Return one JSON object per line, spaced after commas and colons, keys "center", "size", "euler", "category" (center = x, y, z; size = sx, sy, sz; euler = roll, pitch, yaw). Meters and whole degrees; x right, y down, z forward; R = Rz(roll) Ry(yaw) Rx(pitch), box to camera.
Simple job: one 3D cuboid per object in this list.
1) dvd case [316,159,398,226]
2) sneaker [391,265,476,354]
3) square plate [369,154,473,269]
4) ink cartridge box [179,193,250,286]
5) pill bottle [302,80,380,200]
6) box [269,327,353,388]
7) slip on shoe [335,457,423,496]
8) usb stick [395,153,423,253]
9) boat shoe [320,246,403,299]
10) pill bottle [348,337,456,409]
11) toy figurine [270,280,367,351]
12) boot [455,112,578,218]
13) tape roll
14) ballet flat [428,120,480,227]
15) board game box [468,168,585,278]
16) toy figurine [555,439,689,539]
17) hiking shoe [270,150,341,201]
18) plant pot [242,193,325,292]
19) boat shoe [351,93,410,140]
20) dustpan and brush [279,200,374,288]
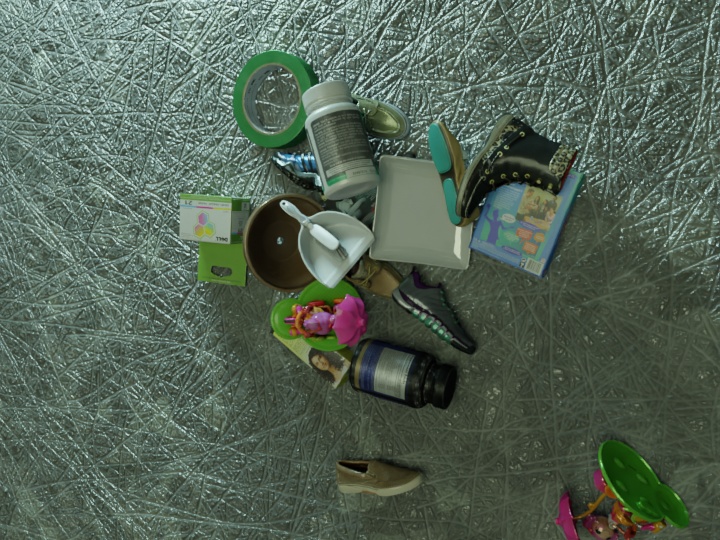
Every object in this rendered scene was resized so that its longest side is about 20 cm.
{"center": [-0.023, -0.184, 1.398], "size": [0.146, 0.022, 0.201], "euler": [-41, 67, 23], "category": "dvd case"}
{"center": [0.158, 0.078, 1.331], "size": [0.199, 0.074, 0.088], "euler": [37, 86, 7], "category": "sneaker"}
{"center": [0.124, -0.113, 1.318], "size": [0.195, 0.028, 0.203], "euler": [7, 98, 1], "category": "square plate"}
{"center": [-0.333, -0.068, 1.542], "size": [0.146, 0.076, 0.203], "euler": [6, 96, 25], "category": "ink cartridge box"}
{"center": [-0.040, -0.246, 1.286], "size": [0.112, 0.113, 0.203], "euler": [-18, 84, 25], "category": "pill bottle"}
{"center": [-0.101, 0.161, 1.471], "size": [0.199, 0.050, 0.076], "euler": [37, 109, 18], "category": "box"}
{"center": [0.035, 0.426, 1.422], "size": [0.198, 0.076, 0.061], "euler": [-11, 97, 33], "category": "slip on shoe"}
{"center": [0.095, -0.129, 1.357], "size": [0.055, 0.032, 0.203], "euler": [-2, 94, 33], "category": "usb stick"}
{"center": [0.000, 0.000, 1.378], "size": [0.198, 0.066, 0.075], "euler": [30, 104, 3], "category": "boat shoe"}
{"center": [0.086, 0.210, 1.353], "size": [0.198, 0.112, 0.114], "euler": [12, 100, 23], "category": "pill bottle"}
{"center": [-0.065, 0.092, 1.320], "size": [0.197, 0.184, 0.153], "euler": [-4, 90, -15], "category": "toy figurine"}
{"center": [0.270, -0.160, 1.187], "size": [0.153, 0.073, 0.205], "euler": [29, 87, 20], "category": "boot"}
{"center": [-0.180, -0.364, 1.456], "size": [0.198, 0.048, 0.204], "euler": [3, 97, 25], "category": "tape roll"}
{"center": [0.178, -0.184, 1.271], "size": [0.068, 0.062, 0.203], "euler": [2, 108, 64], "category": "ballet flat"}
{"center": [0.305, -0.108, 1.253], "size": [0.151, 0.045, 0.202], "euler": [25, 105, 22], "category": "board game box"}
{"center": [0.446, 0.432, 1.218], "size": [0.199, 0.151, 0.185], "euler": [33, 124, -7], "category": "toy figurine"}
{"center": [-0.095, -0.212, 1.400], "size": [0.199, 0.074, 0.087], "euler": [28, 83, 26], "category": "hiking shoe"}
{"center": [-0.158, -0.059, 1.428], "size": [0.092, 0.198, 0.204], "euler": [-167, 76, -65], "category": "plant pot"}
{"center": [0.004, -0.312, 1.358], "size": [0.198, 0.062, 0.073], "euler": [24, 112, 16], "category": "boat shoe"}
{"center": [-0.087, -0.076, 1.333], "size": [0.199, 0.057, 0.140], "euler": [38, 84, 33], "category": "dustpan and brush"}
